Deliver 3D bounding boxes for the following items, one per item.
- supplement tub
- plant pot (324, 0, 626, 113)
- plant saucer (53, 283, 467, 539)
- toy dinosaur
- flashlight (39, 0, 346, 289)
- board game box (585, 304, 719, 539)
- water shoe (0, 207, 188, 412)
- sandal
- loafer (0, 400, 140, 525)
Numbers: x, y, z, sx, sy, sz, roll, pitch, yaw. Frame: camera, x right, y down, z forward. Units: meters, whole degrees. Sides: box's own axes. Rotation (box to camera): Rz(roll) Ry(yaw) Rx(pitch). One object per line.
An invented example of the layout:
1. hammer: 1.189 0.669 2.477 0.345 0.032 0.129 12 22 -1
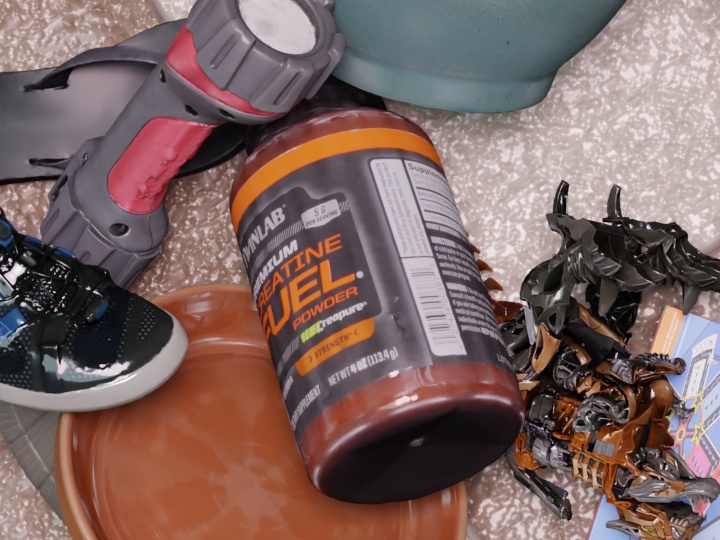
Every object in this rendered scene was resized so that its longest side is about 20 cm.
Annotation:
1. supplement tub: 0.000 0.000 1.034 0.106 0.107 0.201 -21 62 4
2. plant pot: 0.043 -0.155 1.030 0.199 0.200 0.135 15 113 7
3. plant saucer: -0.046 0.098 1.032 0.199 0.032 0.201 13 52 -17
4. toy dinosaur: 0.095 0.036 1.040 0.200 0.102 0.136 37 114 8
5. flashlight: -0.081 -0.060 1.022 0.068 0.200 0.068 25 45 -17
6. board game box: 0.162 0.128 1.062 0.102 0.019 0.201 19 87 6
7. water shoe: -0.173 0.003 0.995 0.199 0.079 0.072 16 46 14
8. sandal: -0.134 -0.078 1.102 0.199 0.043 0.077 -13 83 5
9. loafer: -0.106 0.106 1.072 0.063 0.072 0.200 -35 87 -39
